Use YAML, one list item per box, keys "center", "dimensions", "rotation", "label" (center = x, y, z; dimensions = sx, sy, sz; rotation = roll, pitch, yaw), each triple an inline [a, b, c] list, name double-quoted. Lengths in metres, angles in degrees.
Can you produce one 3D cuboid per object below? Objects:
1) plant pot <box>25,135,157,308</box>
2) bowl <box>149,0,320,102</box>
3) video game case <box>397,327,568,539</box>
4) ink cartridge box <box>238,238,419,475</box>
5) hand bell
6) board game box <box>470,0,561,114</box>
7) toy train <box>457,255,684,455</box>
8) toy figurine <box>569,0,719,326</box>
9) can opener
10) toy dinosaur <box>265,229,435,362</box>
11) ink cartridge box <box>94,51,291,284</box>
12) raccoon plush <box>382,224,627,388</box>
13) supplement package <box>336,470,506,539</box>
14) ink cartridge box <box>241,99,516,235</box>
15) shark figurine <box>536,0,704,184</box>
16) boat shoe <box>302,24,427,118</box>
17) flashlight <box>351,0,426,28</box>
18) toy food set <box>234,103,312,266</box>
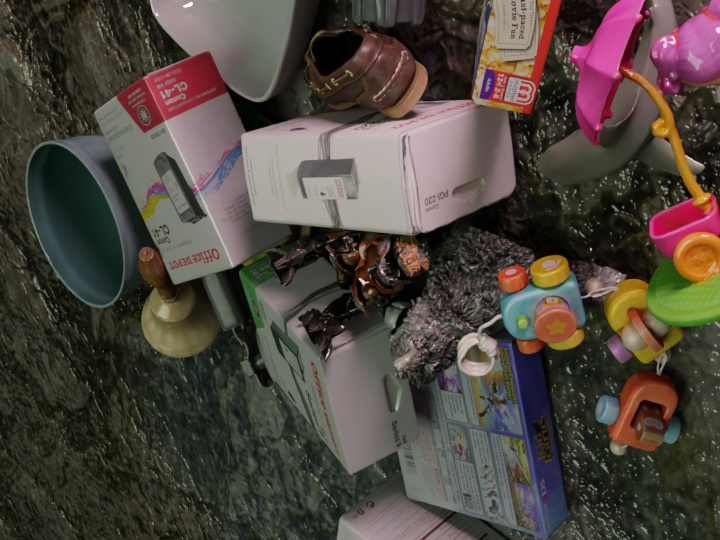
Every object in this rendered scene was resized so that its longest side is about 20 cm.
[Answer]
- center: [-0.292, -0.075, 1.196]
  dimensions: [0.198, 0.133, 0.204]
  rotation: [23, 126, 36]
  label: "plant pot"
- center: [-0.110, -0.286, 0.942]
  dimensions: [0.199, 0.074, 0.202]
  rotation: [41, 134, 24]
  label: "bowl"
- center: [0.104, 0.144, 0.966]
  dimensions: [0.179, 0.045, 0.204]
  rotation: [6, 114, 46]
  label: "video game case"
- center: [-0.033, 0.080, 0.982]
  dimensions: [0.200, 0.083, 0.148]
  rotation: [40, 150, 54]
  label: "ink cartridge box"
- center: [-0.221, 0.019, 1.132]
  dimensions: [0.104, 0.104, 0.201]
  rotation: [47, 165, 17]
  label: "hand bell"
- center: [0.119, -0.233, 0.674]
  dimensions: [0.045, 0.152, 0.203]
  rotation: [11, 126, 2]
  label: "board game box"
- center: [0.182, 0.075, 0.778]
  dimensions: [0.197, 0.056, 0.152]
  rotation: [20, 113, -8]
  label: "toy train"
- center: [0.221, -0.095, 0.621]
  dimensions: [0.199, 0.151, 0.185]
  rotation: [-31, 103, 28]
  label: "toy figurine"
- center: [-0.139, 0.045, 1.175]
  dimensions: [0.066, 0.053, 0.202]
  rotation: [-26, 93, 15]
  label: "can opener"
- center: [0.000, 0.000, 0.862]
  dimensions: [0.103, 0.134, 0.200]
  rotation: [57, 172, 9]
  label: "toy dinosaur"
- center: [-0.173, -0.100, 1.010]
  dimensions: [0.147, 0.085, 0.203]
  rotation: [-12, 104, 54]
  label: "ink cartridge box"
- center: [0.107, 0.043, 0.823]
  dimensions: [0.198, 0.096, 0.136]
  rotation: [9, 76, 43]
  label: "raccoon plush"
- center: [0.079, 0.325, 1.033]
  dimensions: [0.199, 0.116, 0.119]
  rotation: [33, 130, 31]
  label: "supplement package"
- center: [0.014, -0.093, 0.858]
  dimensions: [0.198, 0.145, 0.086]
  rotation: [9, 114, 43]
  label: "ink cartridge box"
- center: [0.187, -0.135, 0.704]
  dimensions: [0.127, 0.089, 0.217]
  rotation: [30, 131, 30]
  label: "shark figurine"
- center: [-0.011, -0.180, 0.848]
  dimensions: [0.071, 0.070, 0.200]
  rotation: [-62, 26, 0]
  label: "boat shoe"
- center: [0.025, -0.304, 0.803]
  dimensions: [0.066, 0.068, 0.204]
  rotation: [4, 113, 9]
  label: "flashlight"
- center: [-0.124, -0.087, 1.081]
  dimensions: [0.196, 0.048, 0.203]
  rotation: [20, 123, 39]
  label: "toy food set"
